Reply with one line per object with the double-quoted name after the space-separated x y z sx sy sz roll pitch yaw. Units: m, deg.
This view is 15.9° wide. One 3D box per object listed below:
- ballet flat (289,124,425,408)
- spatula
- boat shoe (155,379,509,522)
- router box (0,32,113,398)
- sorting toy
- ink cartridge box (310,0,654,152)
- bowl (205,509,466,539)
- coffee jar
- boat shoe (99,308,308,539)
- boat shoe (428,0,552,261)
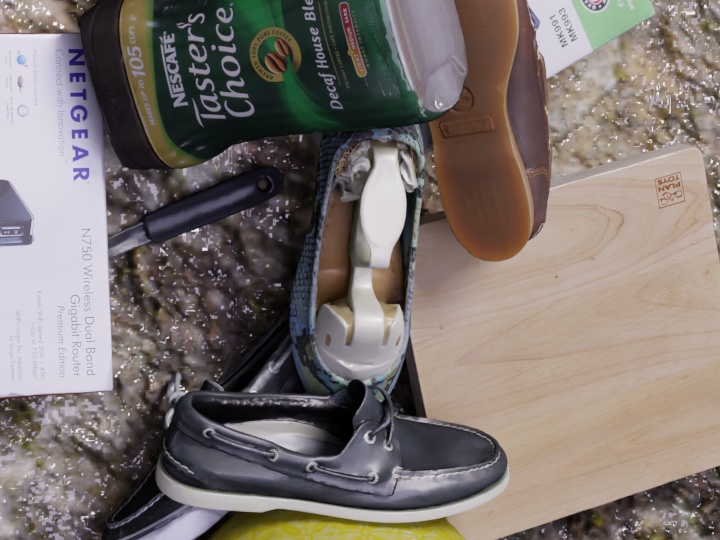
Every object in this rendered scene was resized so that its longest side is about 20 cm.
0.000 0.000 1.425 0.074 0.074 0.201 -6 113 -18 "ballet flat"
-0.135 -0.016 1.475 0.200 0.021 0.057 -25 104 -14 "spatula"
-0.012 0.092 1.427 0.199 0.075 0.066 4 119 -6 "boat shoe"
-0.230 -0.029 1.406 0.179 0.049 0.201 -3 92 -19 "router box"
0.116 0.040 1.551 0.200 0.070 0.199 -16 107 -16 "sorting toy"
0.045 -0.164 1.473 0.200 0.088 0.146 -30 110 -9 "ink cartridge box"
-0.021 0.176 1.499 0.200 0.200 0.108 4 58 -20 "bowl"
-0.050 -0.115 1.367 0.200 0.085 0.105 -10 104 29 "coffee jar"
-0.083 0.090 1.489 0.199 0.074 0.068 -40 108 -10 "boat shoe"
0.066 -0.108 1.414 0.070 0.070 0.201 2 115 21 "boat shoe"
